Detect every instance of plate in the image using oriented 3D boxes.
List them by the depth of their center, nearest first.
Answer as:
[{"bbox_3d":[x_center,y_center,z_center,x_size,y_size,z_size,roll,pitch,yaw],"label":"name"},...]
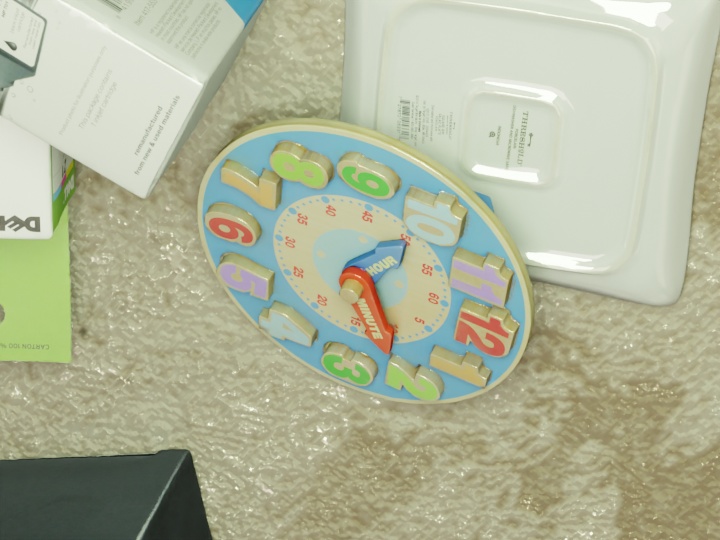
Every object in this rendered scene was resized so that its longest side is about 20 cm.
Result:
[{"bbox_3d":[0.082,-0.076,1.210,0.199,0.032,0.200,10,121,10],"label":"plate"}]

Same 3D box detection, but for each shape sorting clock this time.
[{"bbox_3d":[0.000,0.000,1.239,0.199,0.039,0.201,15,138,14],"label":"shape sorting clock"}]

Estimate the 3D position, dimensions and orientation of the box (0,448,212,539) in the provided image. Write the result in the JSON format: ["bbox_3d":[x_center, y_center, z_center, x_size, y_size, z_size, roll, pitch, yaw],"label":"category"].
[{"bbox_3d":[-0.189,0.224,1.396,0.196,0.118,0.201,-4,116,17],"label":"box"}]

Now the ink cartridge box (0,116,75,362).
[{"bbox_3d":[-0.234,-0.031,1.260,0.147,0.076,0.201,1,110,1],"label":"ink cartridge box"}]

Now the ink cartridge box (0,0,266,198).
[{"bbox_3d":[-0.158,-0.147,1.165,0.199,0.147,0.086,29,123,-2],"label":"ink cartridge box"}]
